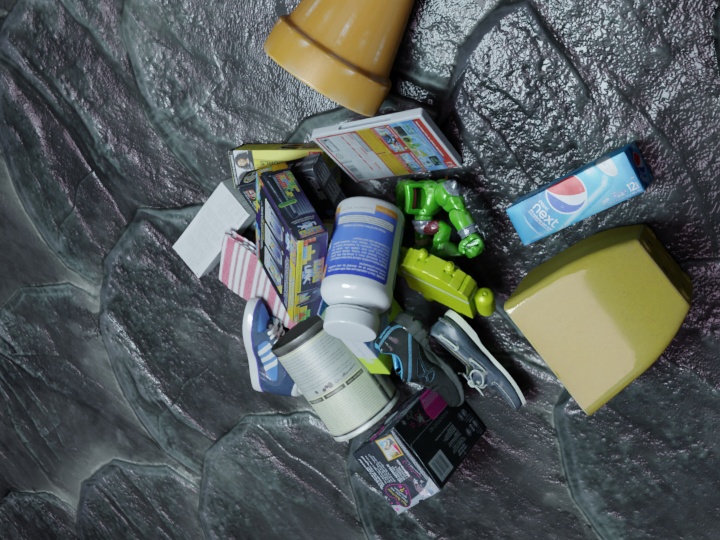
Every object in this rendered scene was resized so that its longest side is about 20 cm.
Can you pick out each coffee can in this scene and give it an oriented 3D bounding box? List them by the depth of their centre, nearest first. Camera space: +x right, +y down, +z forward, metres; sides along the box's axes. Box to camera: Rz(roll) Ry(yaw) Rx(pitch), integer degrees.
[{"bbox_3d":[-0.044,0.178,1.540,0.146,0.146,0.201,-30,99,36],"label":"coffee can"}]

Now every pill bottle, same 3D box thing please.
[{"bbox_3d":[0.000,0.000,1.320,0.111,0.202,0.112,9,157,4],"label":"pill bottle"}]

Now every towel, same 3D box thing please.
[{"bbox_3d":[-0.177,0.021,1.612,0.199,0.030,0.147,34,141,10],"label":"towel"}]

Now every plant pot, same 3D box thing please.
[{"bbox_3d":[0.356,0.045,1.237,0.200,0.195,0.195,-40,87,28],"label":"plant pot"},{"bbox_3d":[-0.015,-0.362,1.298,0.199,0.200,0.184,37,108,13],"label":"plant pot"}]

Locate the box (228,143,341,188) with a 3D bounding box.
[{"bbox_3d":[-0.132,-0.180,1.513,0.198,0.050,0.076,5,114,28],"label":"box"}]

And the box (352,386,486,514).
[{"bbox_3d":[0.103,0.294,1.478,0.133,0.200,0.115,52,127,2],"label":"box"}]

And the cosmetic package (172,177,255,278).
[{"bbox_3d":[-0.270,-0.079,1.638,0.083,0.051,0.200,50,126,6],"label":"cosmetic package"}]

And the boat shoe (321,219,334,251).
[{"bbox_3d":[-0.041,0.001,1.475,0.072,0.064,0.202,9,143,13],"label":"boat shoe"}]

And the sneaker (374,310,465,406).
[{"bbox_3d":[0.099,0.161,1.447,0.201,0.082,0.073,52,170,-20],"label":"sneaker"}]

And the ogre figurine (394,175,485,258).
[{"bbox_3d":[0.113,-0.085,1.374,0.200,0.097,0.121,-150,50,-69],"label":"ogre figurine"}]

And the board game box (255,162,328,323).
[{"bbox_3d":[-0.114,-0.043,1.398,0.166,0.056,0.201,57,154,33],"label":"board game box"}]

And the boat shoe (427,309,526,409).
[{"bbox_3d":[0.192,0.157,1.429,0.062,0.075,0.200,-42,96,-9],"label":"boat shoe"}]

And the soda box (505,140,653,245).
[{"bbox_3d":[0.316,-0.110,1.265,0.199,0.068,0.065,-27,95,36],"label":"soda box"}]

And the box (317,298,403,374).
[{"bbox_3d":[0.007,0.072,1.435,0.047,0.123,0.200,0,148,29],"label":"box"}]

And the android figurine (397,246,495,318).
[{"bbox_3d":[0.128,0.018,1.372,0.181,0.200,0.041,26,77,21],"label":"android figurine"}]

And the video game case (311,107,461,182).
[{"bbox_3d":[0.041,-0.193,1.369,0.198,0.018,0.143,-5,152,32],"label":"video game case"}]

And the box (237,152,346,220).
[{"bbox_3d":[-0.092,-0.095,1.484,0.160,0.049,0.201,-9,129,31],"label":"box"}]

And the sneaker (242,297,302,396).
[{"bbox_3d":[-0.136,0.145,1.631,0.145,0.081,0.202,2,115,12],"label":"sneaker"}]
